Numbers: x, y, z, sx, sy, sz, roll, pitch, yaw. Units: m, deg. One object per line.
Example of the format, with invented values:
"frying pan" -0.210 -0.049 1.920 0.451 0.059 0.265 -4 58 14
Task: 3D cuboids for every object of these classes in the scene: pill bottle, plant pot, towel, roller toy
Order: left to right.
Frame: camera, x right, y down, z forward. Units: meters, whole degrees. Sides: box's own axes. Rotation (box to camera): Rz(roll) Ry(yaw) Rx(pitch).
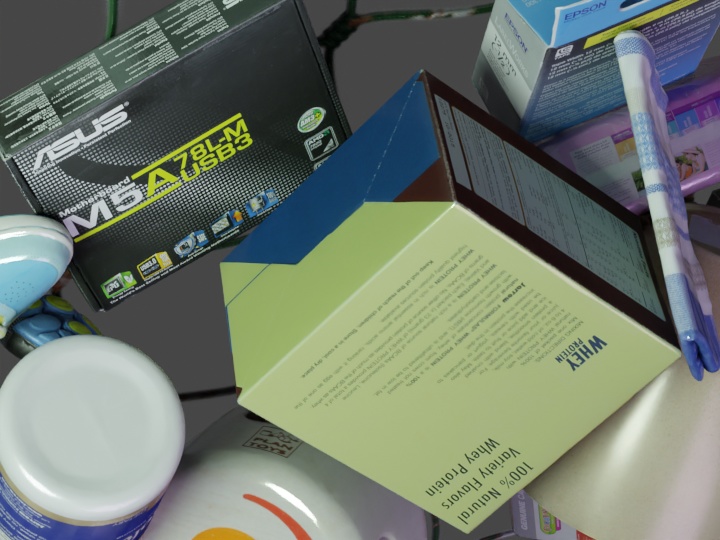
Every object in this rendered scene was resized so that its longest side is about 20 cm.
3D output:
"pill bottle" -0.179 0.127 1.576 0.115 0.116 0.200 -19 163 -21
"roller toy" -0.060 0.185 1.694 0.182 0.200 0.140 -33 -177 29
"towel" 0.192 -0.040 1.582 0.024 0.201 0.147 -13 165 9
"plant pot" 0.214 0.064 1.722 0.187 0.187 0.201 -2 121 -39

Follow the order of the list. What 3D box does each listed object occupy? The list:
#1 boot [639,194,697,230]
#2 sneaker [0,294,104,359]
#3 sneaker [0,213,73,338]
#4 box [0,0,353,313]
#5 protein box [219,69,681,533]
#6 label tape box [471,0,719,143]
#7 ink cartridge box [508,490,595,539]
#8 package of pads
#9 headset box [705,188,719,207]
"boot" 0.143 -0.008 1.841 0.199 0.075 0.107 -6 147 -33
"sneaker" -0.189 0.083 1.670 0.083 0.071 0.200 -34 149 -2
"sneaker" -0.242 0.061 1.510 0.200 0.131 0.079 -32 142 21
"box" -0.109 -0.079 1.547 0.199 0.048 0.193 -29 151 -6
"protein box" 0.053 0.023 1.595 0.200 0.135 0.198 32 119 -30
"label tape box" 0.157 -0.164 1.603 0.143 0.066 0.200 -24 162 -13
"ink cartridge box" 0.203 0.122 1.974 0.175 0.084 0.201 6 130 16
"package of pads" 0.191 -0.083 1.736 0.199 0.076 0.120 -23 -174 -14
"headset box" 0.334 0.022 2.018 0.174 0.093 0.200 -13 143 -29
